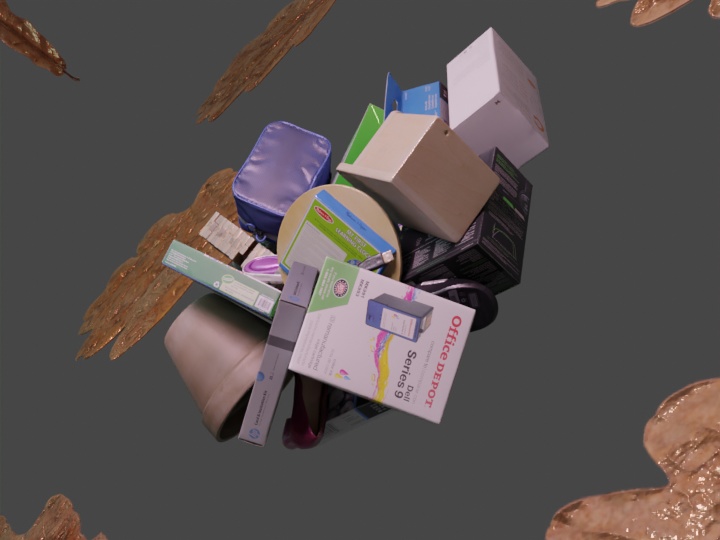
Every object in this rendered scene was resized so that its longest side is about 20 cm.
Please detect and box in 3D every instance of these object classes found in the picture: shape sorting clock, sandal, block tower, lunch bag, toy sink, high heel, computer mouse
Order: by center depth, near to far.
[{"bbox_3d":[0.076,0.025,1.107,0.196,0.142,0.046,-16,24,22],"label":"computer mouse"},{"bbox_3d":[0.075,-0.134,1.143,0.113,0.130,0.199,-53,24,-5],"label":"toy sink"},{"bbox_3d":[-0.031,-0.018,1.173,0.199,0.202,0.039,-33,-4,33],"label":"shape sorting clock"},{"bbox_3d":[-0.064,0.151,1.185,0.096,0.066,0.203,-31,38,58],"label":"high heel"},{"bbox_3d":[-0.105,-0.019,1.366,0.198,0.051,0.083,-10,31,16],"label":"sandal"},{"bbox_3d":[-0.136,-0.139,1.481,0.202,0.134,0.133,-61,-12,-23],"label":"lunch bag"},{"bbox_3d":[-0.194,-0.025,1.494,0.199,0.058,0.054,36,82,23],"label":"block tower"}]

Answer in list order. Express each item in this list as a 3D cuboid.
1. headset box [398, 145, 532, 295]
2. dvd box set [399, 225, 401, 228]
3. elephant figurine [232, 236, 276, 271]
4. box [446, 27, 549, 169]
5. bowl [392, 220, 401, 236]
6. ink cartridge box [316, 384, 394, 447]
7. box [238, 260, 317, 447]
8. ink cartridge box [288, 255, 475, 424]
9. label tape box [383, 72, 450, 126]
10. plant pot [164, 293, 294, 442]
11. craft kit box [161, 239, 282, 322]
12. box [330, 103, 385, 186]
[{"bbox_3d":[0.141,-0.054,1.184,0.173,0.092,0.203,-28,34,40],"label":"headset box"},{"bbox_3d":[0.085,-0.115,1.421,0.145,0.029,0.203,-22,40,47],"label":"dvd box set"},{"bbox_3d":[-0.144,-0.055,1.626,0.140,0.157,0.199,27,47,29],"label":"elephant figurine"},{"bbox_3d":[0.208,-0.257,1.297,0.097,0.124,0.202,-35,30,29],"label":"box"},{"bbox_3d":[0.000,0.000,1.272,0.201,0.200,0.105,-48,57,7],"label":"bowl"},{"bbox_3d":[0.002,0.136,1.230,0.197,0.043,0.202,-32,32,37],"label":"ink cartridge box"},{"bbox_3d":[-0.108,0.107,1.127,0.156,0.040,0.204,-82,9,-71],"label":"box"},{"bbox_3d":[0.027,0.087,1.039,0.088,0.196,0.148,103,-172,-84],"label":"ink cartridge box"},{"bbox_3d":[0.123,-0.215,1.294,0.066,0.200,0.145,-31,32,28],"label":"label tape box"},{"bbox_3d":[-0.210,0.135,1.334,0.200,0.173,0.201,-44,-13,-13],"label":"plant pot"},{"bbox_3d":[-0.177,0.034,1.298,0.197,0.198,0.049,25,80,19],"label":"craft kit box"},{"bbox_3d":[0.002,-0.149,1.459,0.203,0.095,0.177,-67,7,-22],"label":"box"}]
